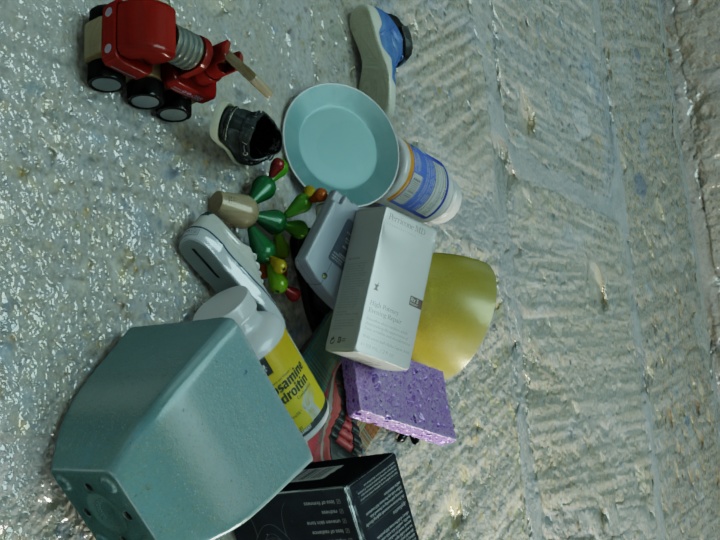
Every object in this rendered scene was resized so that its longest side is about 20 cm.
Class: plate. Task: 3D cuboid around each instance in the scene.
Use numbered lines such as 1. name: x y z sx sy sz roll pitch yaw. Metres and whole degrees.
1. plate: -0.032 -0.188 1.653 0.198 0.026 0.203 8 71 -24

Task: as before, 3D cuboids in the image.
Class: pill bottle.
1. pill bottle: -0.129 0.124 1.372 0.201 0.111 0.112 61 36 -23
2. pill bottle: 0.084 -0.143 1.788 0.199 0.111 0.114 21 62 -53

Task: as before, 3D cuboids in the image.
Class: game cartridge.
1. game cartridge: 0.000 0.000 1.507 0.200 0.041 0.134 40 69 -31

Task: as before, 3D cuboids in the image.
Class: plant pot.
1. plant pot: -0.211 0.193 1.167 0.200 0.194 0.198 -46 118 -40
2. plant pot: 0.099 0.052 1.703 0.141 0.200 0.202 24 56 -22

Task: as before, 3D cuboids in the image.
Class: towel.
1. towel: -0.032 0.177 1.558 0.147 0.022 0.201 -52 126 -31

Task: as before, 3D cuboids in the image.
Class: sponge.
1. sponge: 0.054 0.173 1.528 0.199 0.030 0.113 23 48 -40

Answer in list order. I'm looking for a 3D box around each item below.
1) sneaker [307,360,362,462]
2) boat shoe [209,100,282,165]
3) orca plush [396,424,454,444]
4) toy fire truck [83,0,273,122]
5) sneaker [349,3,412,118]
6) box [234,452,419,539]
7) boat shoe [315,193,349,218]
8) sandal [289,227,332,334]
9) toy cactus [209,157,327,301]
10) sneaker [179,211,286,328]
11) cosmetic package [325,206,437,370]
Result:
1. sneaker: -0.041 0.202 1.491 0.074 0.086 0.201 41 39 -23
2. boat shoe: -0.137 -0.177 1.449 0.199 0.065 0.075 43 66 -75
3. orca plush: 0.087 0.247 1.694 0.104 0.072 0.200 30 9 2
4. toy fire truck: -0.209 -0.253 1.299 0.175 0.198 0.130 20 62 -52
5. sneaker: 0.049 -0.347 1.836 0.110 0.076 0.203 0 72 -47
6. box: -0.038 0.348 1.353 0.124 0.198 0.199 -20 96 -56
7. boat shoe: -0.023 -0.033 1.594 0.201 0.070 0.071 66 28 -60
8. sandal: -0.050 0.035 1.580 0.075 0.048 0.203 -31 105 -55
9. toy cactus: -0.127 -0.068 1.475 0.164 0.102 0.203 17 73 -42
10. sneaker: -0.153 0.008 1.412 0.201 0.072 0.071 56 42 -29
11. cosmetic package: 0.029 0.025 1.458 0.101 0.074 0.203 21 75 -35
